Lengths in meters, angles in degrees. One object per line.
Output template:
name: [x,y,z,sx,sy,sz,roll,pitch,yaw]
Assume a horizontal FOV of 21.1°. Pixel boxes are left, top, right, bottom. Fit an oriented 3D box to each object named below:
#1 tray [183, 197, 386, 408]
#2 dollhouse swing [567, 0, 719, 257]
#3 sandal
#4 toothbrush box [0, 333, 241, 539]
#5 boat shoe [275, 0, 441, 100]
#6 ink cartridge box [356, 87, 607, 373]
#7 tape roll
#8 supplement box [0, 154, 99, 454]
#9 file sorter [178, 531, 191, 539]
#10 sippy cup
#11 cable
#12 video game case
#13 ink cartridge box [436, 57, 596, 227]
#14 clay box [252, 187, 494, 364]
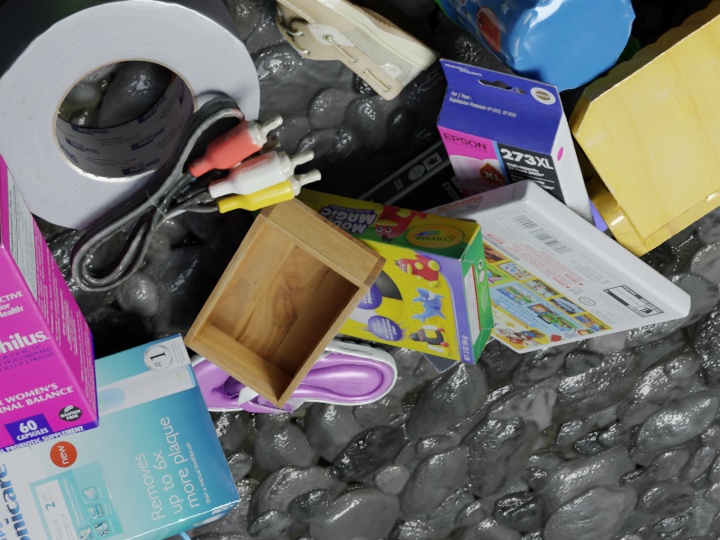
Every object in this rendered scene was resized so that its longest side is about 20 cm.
tray: [-0.062,0.025,1.509,0.099,0.037,0.200,34,143,-1]
dollhouse swing: [0.239,-0.142,1.500,0.200,0.182,0.176,-34,122,7]
sandal: [-0.059,0.094,1.641,0.202,0.050,0.083,-3,129,-21]
toothbrush box: [-0.216,0.153,1.528,0.200,0.147,0.085,-17,168,-18]
boat shoe: [-0.027,-0.181,1.406,0.200,0.072,0.065,25,114,-44]
ink cartridge box: [0.096,-0.028,1.609,0.200,0.043,0.198,-36,132,8]
tape roll: [-0.175,-0.125,1.390,0.200,0.066,0.201,-13,133,-14]
supplement box: [-0.267,0.029,1.381,0.101,0.103,0.200,-16,133,3]
file sorter: [-0.243,0.276,1.594,0.200,0.123,0.139,-40,155,-28]
sippy cup: [0.132,-0.203,1.413,0.178,0.130,0.140,-6,131,-20]
cable: [-0.131,-0.052,1.392,0.200,0.050,0.097,-32,133,3]
video game case: [0.129,0.001,1.529,0.200,0.023,0.182,32,148,-34]
ink cartridge box: [0.116,-0.082,1.456,0.037,0.095,0.200,-62,154,-23]
clay box: [0.000,0.000,1.507,0.200,0.048,0.115,11,137,23]
